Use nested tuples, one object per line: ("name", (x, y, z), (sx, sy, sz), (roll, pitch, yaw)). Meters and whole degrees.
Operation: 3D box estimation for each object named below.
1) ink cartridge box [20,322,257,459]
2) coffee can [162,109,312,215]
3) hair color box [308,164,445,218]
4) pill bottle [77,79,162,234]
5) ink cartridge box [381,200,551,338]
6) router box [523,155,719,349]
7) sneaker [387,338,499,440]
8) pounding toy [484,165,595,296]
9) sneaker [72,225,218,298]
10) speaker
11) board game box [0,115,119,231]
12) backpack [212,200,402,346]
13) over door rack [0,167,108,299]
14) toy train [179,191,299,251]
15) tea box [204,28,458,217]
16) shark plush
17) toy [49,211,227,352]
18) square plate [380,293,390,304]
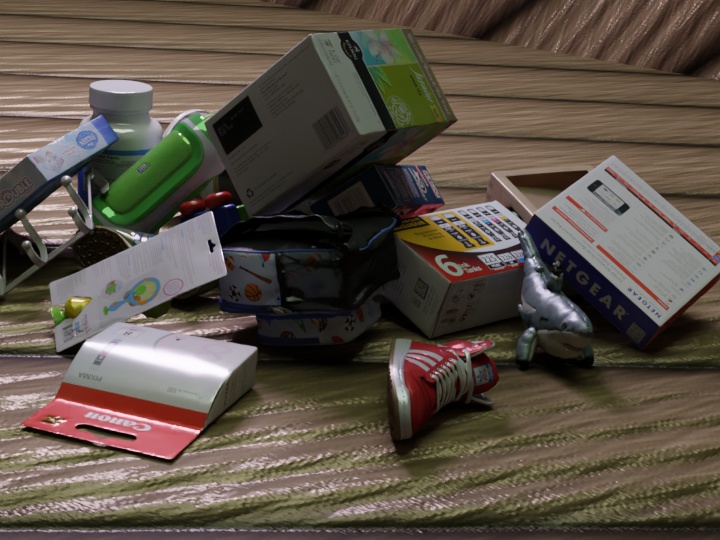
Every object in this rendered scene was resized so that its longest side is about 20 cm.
("ink cartridge box", (-0.210, 0.111, 1.424), (0.162, 0.057, 0.200), (10, 14, 16))
("coffee can", (-0.161, -0.139, 2.018), (0.200, 0.147, 0.146), (12, 19, 35))
("hair color box", (0.024, -0.080, 1.791), (0.100, 0.061, 0.200), (-31, -7, 19))
("pill bottle", (-0.317, -0.145, 1.931), (0.112, 0.200, 0.112), (4, 18, -1))
("ink cartridge box", (0.111, -0.017, 1.759), (0.200, 0.084, 0.176), (-12, 42, -41))
("router box", (0.319, -0.027, 1.750), (0.200, 0.049, 0.179), (44, 49, 15))
("sneaker", (0.083, 0.114, 1.446), (0.112, 0.071, 0.200), (2, 16, 3))
("pounding toy", (0.232, -0.040, 1.895), (0.200, 0.142, 0.184), (-6, 34, -24))
("sneaker", (-0.247, -0.010, 1.767), (0.200, 0.067, 0.090), (16, 14, 31))
("speaker", (-0.258, -0.107, 1.857), (0.200, 0.088, 0.088), (-42, 30, -6))
("board game box", (-0.417, -0.098, 1.808), (0.200, 0.043, 0.199), (-35, 6, 25))
("backpack", (-0.064, 0.001, 1.624), (0.190, 0.154, 0.200), (6, 10, 17))
("over door rack", (-0.383, -0.055, 1.740), (0.148, 0.067, 0.200), (-35, 18, 8))
("toy train", (-0.169, -0.055, 1.846), (0.116, 0.085, 0.200), (-17, 4, -33))
("tea box", (-0.034, -0.174, 1.703), (0.200, 0.134, 0.197), (-33, -10, 38))
("shark plush", (0.222, 0.027, 1.641), (0.091, 0.083, 0.200), (7, 41, -6))
("toy", (-0.237, 0.021, 1.588), (0.200, 0.047, 0.115), (-22, 42, 2))
("square plate", (0.000, 0.000, 1.828), (0.200, 0.029, 0.198), (-9, 26, -35))
